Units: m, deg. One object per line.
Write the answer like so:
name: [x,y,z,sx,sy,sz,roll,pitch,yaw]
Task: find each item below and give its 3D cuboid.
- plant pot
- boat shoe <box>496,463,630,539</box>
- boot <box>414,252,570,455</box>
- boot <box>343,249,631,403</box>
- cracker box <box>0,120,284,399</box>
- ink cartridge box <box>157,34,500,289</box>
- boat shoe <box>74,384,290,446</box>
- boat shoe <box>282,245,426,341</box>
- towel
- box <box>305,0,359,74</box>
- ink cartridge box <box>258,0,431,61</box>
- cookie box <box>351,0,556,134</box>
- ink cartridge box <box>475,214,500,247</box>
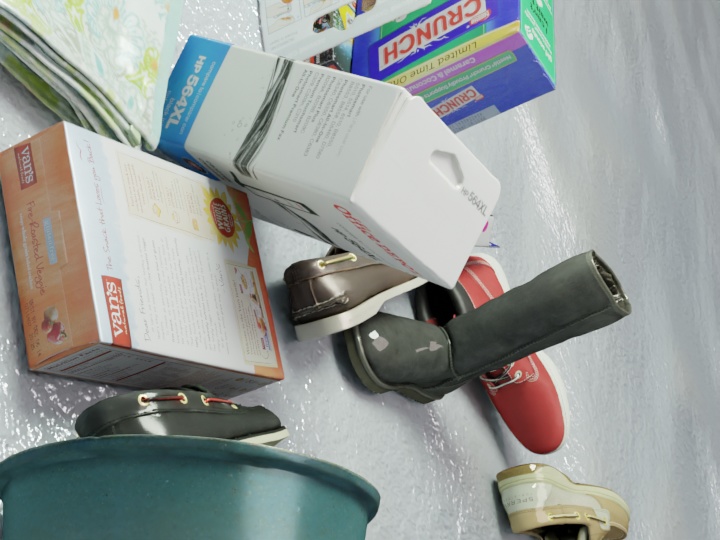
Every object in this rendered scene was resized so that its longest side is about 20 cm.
plant pot: [-0.090,0.205,0.740,0.200,0.198,0.199,34,51,-52]
boat shoe: [0.194,0.238,1.436,0.199,0.073,0.067,25,53,-44]
boot: [0.116,0.088,1.379,0.202,0.072,0.144,63,25,2]
boot: [0.105,0.041,1.227,0.181,0.198,0.074,19,55,-60]
cracker box: [-0.131,0.001,0.937,0.199,0.057,0.136,21,53,-60]
ink cartridge box: [-0.026,-0.075,1.031,0.146,0.199,0.085,37,77,-50]
boat shoe: [-0.101,0.097,0.912,0.064,0.073,0.201,62,18,10]
boat shoe: [0.000,0.000,1.198,0.200,0.071,0.060,-30,101,-60]
towel: [-0.183,-0.186,0.976,0.171,0.048,0.202,47,34,-43]
box: [0.012,-0.177,1.383,0.200,0.037,0.138,45,36,-45]
ink cartridge box: [-0.011,-0.268,1.255,0.047,0.159,0.203,28,48,-54]
cookie box: [0.080,-0.214,1.303,0.075,0.170,0.202,45,35,-38]
ink cartridge box: [0.052,-0.052,1.319,0.199,0.094,0.038,6,108,-65]
